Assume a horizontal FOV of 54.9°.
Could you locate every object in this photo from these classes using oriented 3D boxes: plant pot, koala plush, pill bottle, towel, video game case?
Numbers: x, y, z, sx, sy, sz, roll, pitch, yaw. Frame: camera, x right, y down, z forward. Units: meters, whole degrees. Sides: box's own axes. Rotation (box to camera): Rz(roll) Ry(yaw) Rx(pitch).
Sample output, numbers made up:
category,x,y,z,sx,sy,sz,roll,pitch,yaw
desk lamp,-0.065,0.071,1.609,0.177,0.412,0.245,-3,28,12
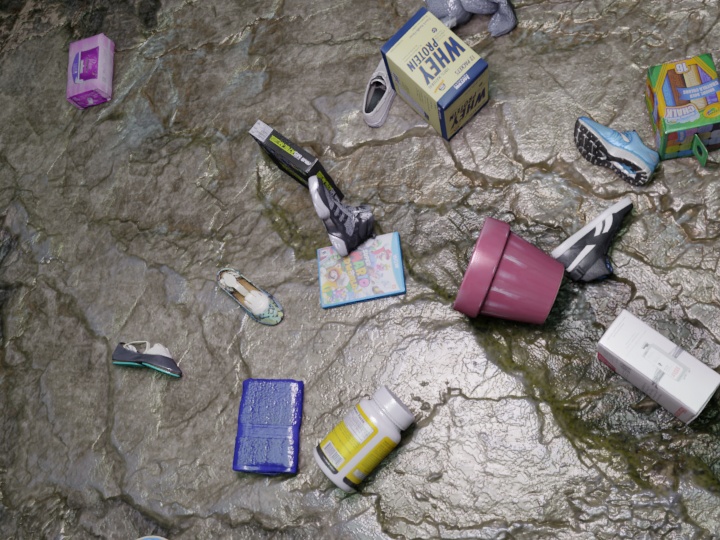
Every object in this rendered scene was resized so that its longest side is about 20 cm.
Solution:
category,x,y,z,sx,sy,sz,roll,pitch,yaw
plant pot,0.299,0.017,1.383,0.177,0.200,0.202,22,79,8
koala plush,0.242,-0.645,1.640,0.198,0.183,0.180,-17,66,25
pill bottle,0.009,0.337,1.403,0.200,0.114,0.114,-45,64,0
towel,-0.198,0.339,1.513,0.145,0.050,0.203,0,71,11
video game case,0.000,0.000,1.574,0.197,0.018,0.145,-12,68,15

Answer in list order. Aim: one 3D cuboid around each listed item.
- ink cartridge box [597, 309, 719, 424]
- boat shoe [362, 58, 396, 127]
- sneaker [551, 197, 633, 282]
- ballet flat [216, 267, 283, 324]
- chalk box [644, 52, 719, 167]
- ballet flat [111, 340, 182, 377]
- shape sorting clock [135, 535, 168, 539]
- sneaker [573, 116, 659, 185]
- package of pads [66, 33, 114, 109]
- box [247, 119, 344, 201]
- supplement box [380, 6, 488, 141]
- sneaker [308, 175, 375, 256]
category,x,y,z,sx,sy,sz,roll,pitch,yaw
ink cartridge box,0.537,0.177,1.260,0.199,0.147,0.083,39,87,25
boat shoe,0.049,-0.450,1.684,0.071,0.066,0.202,17,78,23
sneaker,0.493,-0.050,1.404,0.199,0.073,0.112,-36,84,-6
ballet flat,-0.265,0.058,1.617,0.199,0.074,0.075,32,84,25
chalk box,0.658,-0.307,1.397,0.122,0.125,0.203,-9,68,15
ballet flat,-0.505,0.204,1.649,0.197,0.073,0.074,6,74,23
shape sorting clock,-0.460,0.677,1.487,0.197,0.039,0.203,-6,70,16
sneaker,0.539,-0.263,1.464,0.090,0.079,0.200,-39,66,-19
package of pads,-0.778,-0.577,2.003,0.119,0.076,0.203,-12,69,16
box,-0.147,-0.246,1.612,0.199,0.193,0.048,37,83,25
supplement box,0.169,-0.432,1.549,0.134,0.200,0.200,-44,75,0
sneaker,-0.037,-0.136,1.535,0.113,0.202,0.076,-24,29,1
